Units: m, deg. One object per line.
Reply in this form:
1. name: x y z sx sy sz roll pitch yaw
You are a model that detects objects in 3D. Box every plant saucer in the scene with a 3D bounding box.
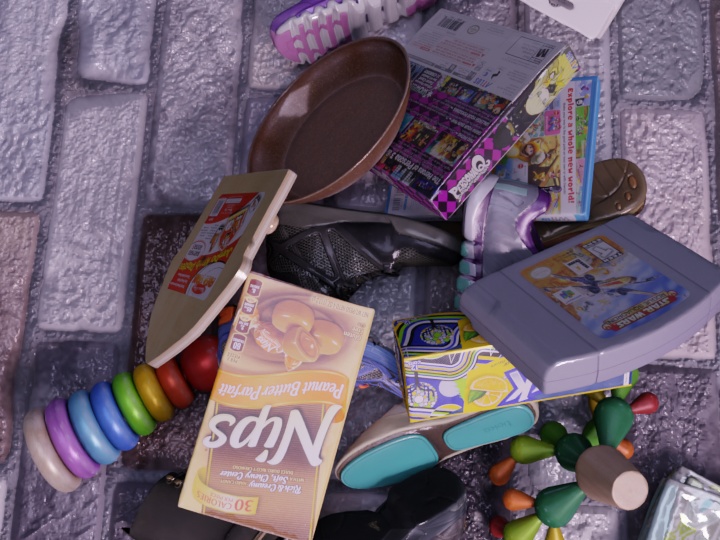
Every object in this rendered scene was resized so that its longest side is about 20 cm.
1. plant saucer: -0.026 -0.140 0.794 0.199 0.037 0.202 -24 44 26

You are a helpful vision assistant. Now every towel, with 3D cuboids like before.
1. towel: 0.322 0.301 0.725 0.170 0.048 0.202 24 80 8

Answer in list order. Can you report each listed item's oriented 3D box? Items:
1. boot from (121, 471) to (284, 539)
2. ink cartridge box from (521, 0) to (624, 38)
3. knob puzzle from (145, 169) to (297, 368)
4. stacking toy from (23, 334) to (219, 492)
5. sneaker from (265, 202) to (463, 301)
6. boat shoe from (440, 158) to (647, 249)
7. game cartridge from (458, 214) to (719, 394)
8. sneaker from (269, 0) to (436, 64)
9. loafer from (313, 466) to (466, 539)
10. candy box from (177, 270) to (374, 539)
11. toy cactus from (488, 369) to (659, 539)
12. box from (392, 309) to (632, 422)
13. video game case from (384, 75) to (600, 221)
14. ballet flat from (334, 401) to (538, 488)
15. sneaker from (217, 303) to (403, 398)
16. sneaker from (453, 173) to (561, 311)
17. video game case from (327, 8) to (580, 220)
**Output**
1. boot: -0.121 0.201 0.754 0.138 0.078 0.201 32 80 13
2. ink cartridge box: 0.237 -0.330 0.851 0.116 0.067 0.201 31 80 8
3. knob puzzle: -0.136 0.002 0.750 0.030 0.219 0.221 33 80 -26
4. stacking toy: -0.210 0.126 0.771 0.199 0.085 0.086 -28 78 -8
5. sneaker: 0.000 0.000 0.787 0.197 0.076 0.116 6 81 10
6. boat shoe: 0.179 -0.050 0.794 0.198 0.068 0.073 -13 68 18
7. game cartridge: 0.198 0.023 0.667 0.198 0.042 0.133 -23 36 -21
8. sneaker: -0.011 -0.293 0.854 0.199 0.081 0.089 -29 72 -9
9. loafer: 0.010 0.253 0.722 0.198 0.073 0.073 -21 121 -10
10. candy box: -0.069 0.115 0.694 0.114 0.055 0.202 16 79 0
11. toy cactus: 0.198 0.174 0.704 0.200 0.165 0.102 -44 98 -4
12. box: 0.131 0.072 0.704 0.198 0.064 0.071 -9 118 -4
13. video game case: 0.127 -0.117 0.792 0.198 0.018 0.145 2 70 26
14. ballet flat: 0.068 0.146 0.760 0.198 0.069 0.070 -19 78 7
15. sneaker: -0.044 0.093 0.766 0.198 0.075 0.079 15 80 0
16. sneaker: 0.133 0.015 0.740 0.087 0.074 0.202 8 112 17
17. video game case: 0.078 -0.157 0.768 0.182 0.036 0.200 -48 39 -2
